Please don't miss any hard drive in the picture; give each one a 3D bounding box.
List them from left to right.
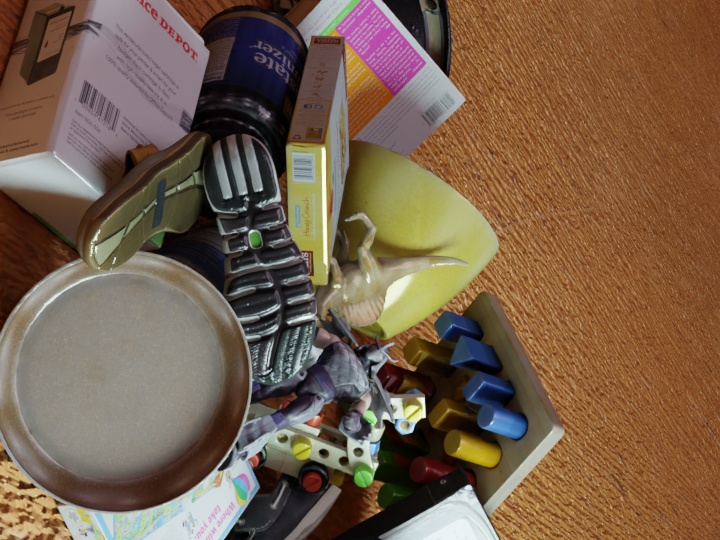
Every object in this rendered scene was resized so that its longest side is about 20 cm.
[{"bbox_3d":[0.043,0.295,1.392,0.141,0.198,0.038,62,0,-30],"label":"hard drive"}]

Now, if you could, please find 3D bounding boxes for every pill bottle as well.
[{"bbox_3d":[-0.133,0.024,1.227,0.200,0.111,0.113,-37,114,-58],"label":"pill bottle"},{"bbox_3d":[-0.110,-0.140,1.283,0.112,0.111,0.201,57,26,-36],"label":"pill bottle"}]

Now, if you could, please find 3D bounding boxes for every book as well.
[{"bbox_3d":[0.003,-0.202,1.479,0.200,0.133,0.048,45,4,-31],"label":"book"}]

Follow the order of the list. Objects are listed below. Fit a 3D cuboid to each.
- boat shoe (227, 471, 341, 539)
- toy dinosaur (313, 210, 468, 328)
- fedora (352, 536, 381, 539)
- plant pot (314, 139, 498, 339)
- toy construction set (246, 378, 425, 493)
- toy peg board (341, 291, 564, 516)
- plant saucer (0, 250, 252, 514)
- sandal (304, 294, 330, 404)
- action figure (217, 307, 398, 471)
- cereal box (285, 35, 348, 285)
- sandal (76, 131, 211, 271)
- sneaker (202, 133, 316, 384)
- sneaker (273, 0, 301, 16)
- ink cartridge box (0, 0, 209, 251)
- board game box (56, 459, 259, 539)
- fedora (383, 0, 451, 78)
[{"bbox_3d":[-0.096,0.241,1.300,0.068,0.072,0.200,42,39,7],"label":"boat shoe"},{"bbox_3d":[0.000,0.000,1.360,0.199,0.058,0.102,-25,90,-31],"label":"toy dinosaur"},{"bbox_3d":[-0.022,0.307,1.295,0.202,0.199,0.092,62,5,-30],"label":"fedora"},{"bbox_3d":[0.022,-0.016,1.469,0.143,0.199,0.200,-56,136,-15],"label":"plant pot"},{"bbox_3d":[-0.047,0.128,1.311,0.132,0.198,0.092,-66,172,23],"label":"toy construction set"},{"bbox_3d":[0.078,0.147,1.449,0.097,0.200,0.201,19,31,-35],"label":"toy peg board"},{"bbox_3d":[-0.183,0.084,1.092,0.032,0.198,0.203,-156,-131,-72],"label":"plant saucer"},{"bbox_3d":[-0.061,0.037,1.376,0.050,0.082,0.204,-32,113,-24],"label":"sandal"},{"bbox_3d":[-0.047,0.103,1.219,0.199,0.070,0.131,-24,65,-29],"label":"action figure"},{"bbox_3d":[-0.037,-0.103,1.287,0.201,0.039,0.145,-81,172,-54],"label":"cereal box"},{"bbox_3d":[-0.166,-0.060,1.079,0.200,0.053,0.081,-43,151,-59],"label":"sandal"},{"bbox_3d":[-0.078,-0.016,1.167,0.116,0.075,0.203,-93,176,-79],"label":"sneaker"},{"bbox_3d":[-0.062,-0.316,1.501,0.081,0.075,0.202,-27,105,-51],"label":"sneaker"},{"bbox_3d":[-0.211,-0.134,1.159,0.146,0.083,0.202,45,46,-47],"label":"ink cartridge box"},{"bbox_3d":[-0.164,0.190,1.203,0.200,0.034,0.136,-52,127,-53],"label":"board game box"},{"bbox_3d":[0.021,-0.258,1.581,0.091,0.200,0.203,-5,86,-27],"label":"fedora"}]
